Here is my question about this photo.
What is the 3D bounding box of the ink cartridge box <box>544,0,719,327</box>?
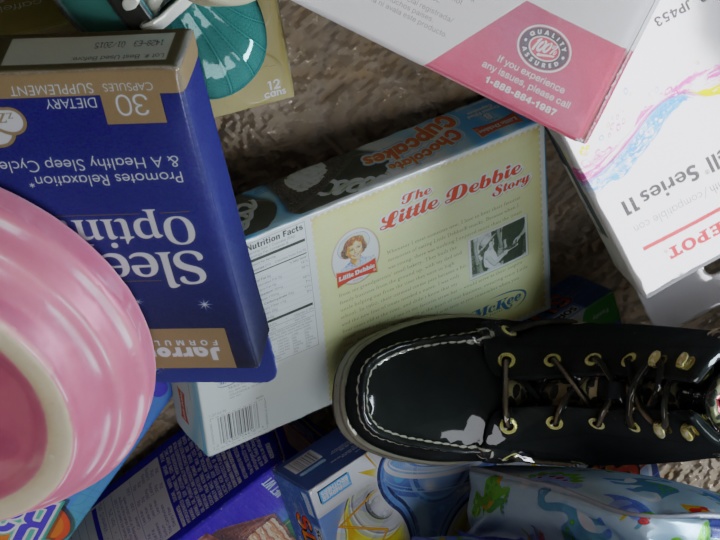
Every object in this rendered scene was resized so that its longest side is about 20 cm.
[{"bbox_3d":[0.150,-0.070,1.064,0.117,0.067,0.200,-29,105,2],"label":"ink cartridge box"}]

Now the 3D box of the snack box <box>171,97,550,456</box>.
[{"bbox_3d":[0.000,0.000,1.101,0.199,0.037,0.117,-22,130,-21],"label":"snack box"}]

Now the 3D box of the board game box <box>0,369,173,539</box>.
[{"bbox_3d":[-0.181,0.059,1.112,0.152,0.045,0.200,23,115,-30],"label":"board game box"}]

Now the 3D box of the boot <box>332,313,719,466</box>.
[{"bbox_3d":[0.105,0.054,1.064,0.203,0.154,0.074,3,85,-27],"label":"boot"}]

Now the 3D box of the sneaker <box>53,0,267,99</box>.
[{"bbox_3d":[-0.109,-0.147,0.920,0.071,0.080,0.200,-42,102,-3],"label":"sneaker"}]

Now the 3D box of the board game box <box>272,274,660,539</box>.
[{"bbox_3d":[0.060,0.109,1.170,0.200,0.034,0.136,-32,122,-24],"label":"board game box"}]

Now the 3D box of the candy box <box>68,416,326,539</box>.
[{"bbox_3d":[-0.074,0.177,1.210,0.200,0.077,0.169,-38,127,12],"label":"candy box"}]

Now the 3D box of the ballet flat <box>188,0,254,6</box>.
[{"bbox_3d":[-0.027,-0.196,0.891,0.069,0.069,0.201,31,86,-33],"label":"ballet flat"}]

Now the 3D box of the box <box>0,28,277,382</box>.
[{"bbox_3d":[-0.110,-0.014,0.986,0.121,0.032,0.201,-1,133,13],"label":"box"}]

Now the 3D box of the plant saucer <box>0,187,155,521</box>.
[{"bbox_3d":[-0.191,0.043,0.999,0.200,0.051,0.201,6,132,7],"label":"plant saucer"}]

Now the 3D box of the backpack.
[{"bbox_3d":[0.138,0.174,1.109,0.199,0.183,0.148,17,85,-37],"label":"backpack"}]

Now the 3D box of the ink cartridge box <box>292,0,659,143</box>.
[{"bbox_3d":[0.075,-0.177,0.950,0.146,0.083,0.201,26,107,0],"label":"ink cartridge box"}]

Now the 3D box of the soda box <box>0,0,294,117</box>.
[{"bbox_3d":[-0.134,-0.094,1.007,0.199,0.064,0.068,-15,127,-6],"label":"soda box"}]
